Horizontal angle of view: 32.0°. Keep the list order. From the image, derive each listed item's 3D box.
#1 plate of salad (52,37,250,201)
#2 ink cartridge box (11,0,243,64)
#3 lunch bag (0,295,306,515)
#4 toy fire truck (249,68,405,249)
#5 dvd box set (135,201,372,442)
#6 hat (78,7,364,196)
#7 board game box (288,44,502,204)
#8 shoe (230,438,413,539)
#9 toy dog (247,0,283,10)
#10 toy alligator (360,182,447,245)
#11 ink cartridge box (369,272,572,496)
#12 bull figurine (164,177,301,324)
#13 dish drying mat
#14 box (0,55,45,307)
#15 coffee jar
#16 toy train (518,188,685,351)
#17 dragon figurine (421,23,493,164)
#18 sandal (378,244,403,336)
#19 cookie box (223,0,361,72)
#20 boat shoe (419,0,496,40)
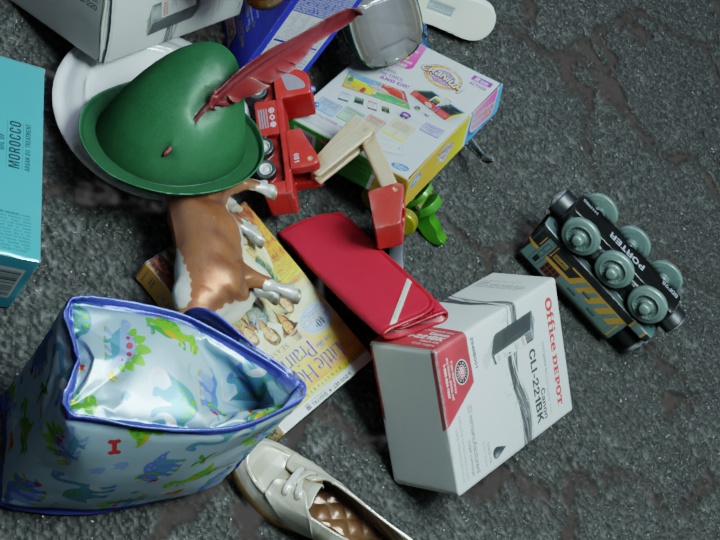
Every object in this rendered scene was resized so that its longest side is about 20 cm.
[{"bbox_3d":[-0.202,-0.149,1.220,0.198,0.048,0.202,12,57,-19],"label":"plate of salad"},{"bbox_3d":[-0.227,-0.296,1.246,0.145,0.086,0.199,35,40,22],"label":"ink cartridge box"},{"bbox_3d":[-0.164,0.113,0.983,0.198,0.170,0.129,13,54,-27],"label":"lunch bag"},{"bbox_3d":[-0.033,-0.115,1.239,0.139,0.049,0.202,-9,66,2],"label":"toy fire truck"},{"bbox_3d":[-0.096,0.045,1.175,0.201,0.029,0.146,51,45,5],"label":"dvd box set"},{"bbox_3d":[-0.141,-0.186,1.106,0.198,0.177,0.166,-19,54,-36],"label":"hat"},{"bbox_3d":[0.039,-0.167,1.341,0.152,0.041,0.200,30,50,19],"label":"board game box"},{"bbox_3d":[-0.027,0.207,1.098,0.199,0.053,0.070,39,46,-7],"label":"shoe"},{"bbox_3d":[-0.124,-0.337,1.164,0.193,0.140,0.200,-34,62,-22],"label":"toy dog"},{"bbox_3d":[0.025,-0.104,1.346,0.200,0.054,0.059,41,45,-6],"label":"toy alligator"},{"bbox_3d":[0.112,0.103,1.206,0.199,0.083,0.146,-27,113,-44],"label":"ink cartridge box"},{"bbox_3d":[-0.125,-0.009,1.126,0.120,0.065,0.202,8,57,-33],"label":"bull figurine"},{"bbox_3d":[0.000,0.000,1.202,0.076,0.018,0.200,-19,40,-24],"label":"dish drying mat"},{"bbox_3d":[-0.306,-0.077,1.071,0.049,0.082,0.202,12,55,-30],"label":"box"},{"bbox_3d":[-0.006,-0.307,1.381,0.084,0.105,0.200,-24,37,-6],"label":"coffee jar"},{"bbox_3d":[0.272,0.002,1.411,0.200,0.114,0.085,45,44,-2],"label":"toy train"},{"bbox_3d":[0.092,-0.200,1.456,0.098,0.059,0.202,9,55,-31],"label":"dragon figurine"},{"bbox_3d":[0.021,0.024,1.250,0.042,0.076,0.202,1,55,-2],"label":"sandal"},{"bbox_3d":[-0.072,-0.308,1.314,0.074,0.200,0.173,11,55,-30],"label":"cookie box"},{"bbox_3d":[0.077,-0.351,1.548,0.198,0.073,0.069,14,31,-20],"label":"boat shoe"}]
